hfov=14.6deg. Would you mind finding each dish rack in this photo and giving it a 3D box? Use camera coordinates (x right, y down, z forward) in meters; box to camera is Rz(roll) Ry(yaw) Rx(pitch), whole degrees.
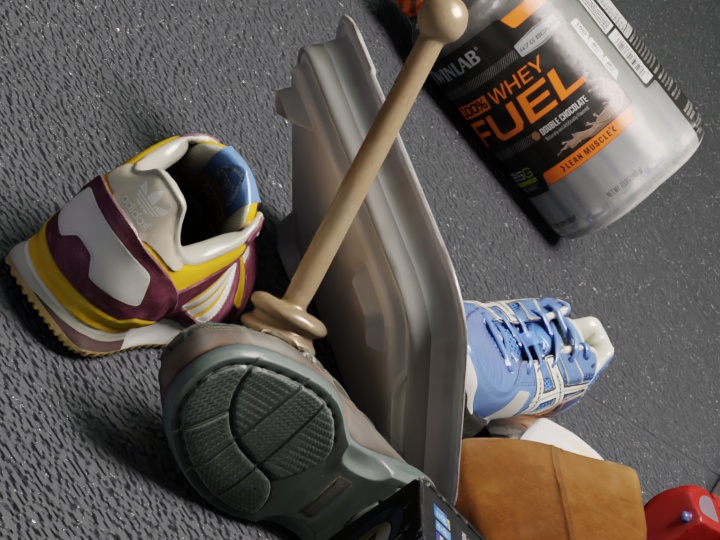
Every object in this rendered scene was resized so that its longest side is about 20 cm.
[{"bbox_3d":[0.000,0.000,1.319,0.172,0.043,0.200,93,-19,-50],"label":"dish rack"}]

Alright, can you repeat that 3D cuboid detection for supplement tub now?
[{"bbox_3d":[0.118,-0.130,1.807,0.200,0.122,0.123,50,19,-7],"label":"supplement tub"}]

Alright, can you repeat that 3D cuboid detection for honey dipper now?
[{"bbox_3d":[-0.004,-0.030,1.230,0.038,0.200,0.038,29,2,-1],"label":"honey dipper"}]

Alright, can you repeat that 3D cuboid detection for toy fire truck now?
[{"bbox_3d":[0.186,0.192,1.513,0.141,0.049,0.200,32,28,-47],"label":"toy fire truck"}]

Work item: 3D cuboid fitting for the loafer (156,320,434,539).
[{"bbox_3d":[-0.034,0.068,1.190,0.200,0.072,0.063,44,12,-52],"label":"loafer"}]

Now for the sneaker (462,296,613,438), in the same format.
[{"bbox_3d":[0.073,0.040,1.439,0.076,0.077,0.200,60,13,13],"label":"sneaker"}]

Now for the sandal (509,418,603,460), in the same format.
[{"bbox_3d":[0.103,0.109,1.444,0.079,0.059,0.207,55,19,4],"label":"sandal"}]

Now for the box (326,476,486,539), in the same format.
[{"bbox_3d":[0.044,0.205,1.091,0.164,0.086,0.200,47,19,-21],"label":"box"}]

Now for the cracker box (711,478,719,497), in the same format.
[{"bbox_3d":[0.293,0.168,1.799,0.134,0.058,0.200,53,19,1],"label":"cracker box"}]

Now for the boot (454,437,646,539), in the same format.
[{"bbox_3d":[0.134,0.164,1.308,0.188,0.069,0.200,8,31,-11],"label":"boot"}]

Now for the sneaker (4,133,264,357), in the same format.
[{"bbox_3d":[-0.071,-0.016,1.203,0.075,0.090,0.200,54,19,3],"label":"sneaker"}]
